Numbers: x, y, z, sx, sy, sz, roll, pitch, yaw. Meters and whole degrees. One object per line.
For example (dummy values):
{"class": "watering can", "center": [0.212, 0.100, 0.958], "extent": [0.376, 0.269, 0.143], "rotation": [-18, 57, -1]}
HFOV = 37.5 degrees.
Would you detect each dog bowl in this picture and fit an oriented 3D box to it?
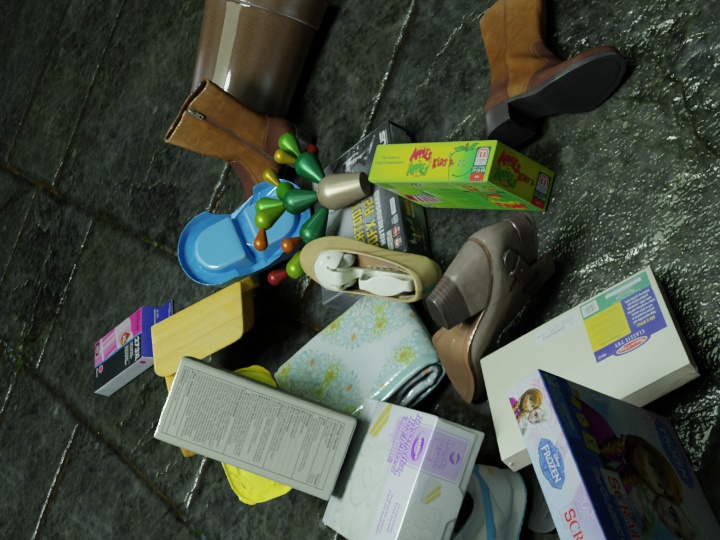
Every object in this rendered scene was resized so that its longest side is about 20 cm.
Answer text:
{"class": "dog bowl", "center": [-0.157, -0.046, 1.493], "extent": [0.199, 0.050, 0.112], "rotation": [-27, 68, 3]}

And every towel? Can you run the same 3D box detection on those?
{"class": "towel", "center": [-0.005, 0.120, 1.258], "extent": [0.200, 0.048, 0.172], "rotation": [-39, 40, 8]}

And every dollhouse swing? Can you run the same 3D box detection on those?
{"class": "dollhouse swing", "center": [-0.187, 0.127, 1.441], "extent": [0.181, 0.200, 0.177], "rotation": [-27, 90, -2]}

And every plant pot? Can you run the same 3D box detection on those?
{"class": "plant pot", "center": [-0.163, -0.338, 1.600], "extent": [0.200, 0.199, 0.200], "rotation": [23, 99, 52]}

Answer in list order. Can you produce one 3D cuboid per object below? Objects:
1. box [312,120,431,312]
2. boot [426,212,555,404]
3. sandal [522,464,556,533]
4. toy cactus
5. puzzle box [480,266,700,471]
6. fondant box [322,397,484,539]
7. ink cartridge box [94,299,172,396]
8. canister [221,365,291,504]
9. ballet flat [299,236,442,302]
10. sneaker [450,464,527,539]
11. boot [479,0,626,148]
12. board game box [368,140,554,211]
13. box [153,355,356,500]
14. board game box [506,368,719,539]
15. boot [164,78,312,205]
{"class": "box", "center": [0.010, -0.069, 1.372], "extent": [0.158, 0.048, 0.202], "rotation": [-32, 51, 38]}
{"class": "boot", "center": [0.145, 0.038, 1.123], "extent": [0.146, 0.201, 0.070], "rotation": [-37, 51, -16]}
{"class": "sandal", "center": [0.190, 0.158, 1.055], "extent": [0.075, 0.045, 0.202], "rotation": [-2, 72, 51]}
{"class": "toy cactus", "center": [-0.061, -0.086, 1.373], "extent": [0.164, 0.102, 0.202], "rotation": [-12, 61, 27]}
{"class": "puzzle box", "center": [0.212, 0.093, 1.013], "extent": [0.199, 0.025, 0.134], "rotation": [-31, 36, 21]}
{"class": "fondant box", "center": [0.038, 0.213, 1.078], "extent": [0.200, 0.058, 0.145], "rotation": [-3, 66, 69]}
{"class": "ink cartridge box", "center": [-0.378, 0.127, 1.765], "extent": [0.199, 0.037, 0.095], "rotation": [-32, 51, 35]}
{"class": "canister", "center": [-0.126, 0.194, 1.286], "extent": [0.200, 0.086, 0.150], "rotation": [122, 128, -84]}
{"class": "ballet flat", "center": [0.000, 0.000, 1.267], "extent": [0.198, 0.063, 0.069], "rotation": [6, 113, 30]}
{"class": "sneaker", "center": [0.108, 0.293, 1.049], "extent": [0.076, 0.080, 0.202], "rotation": [160, 119, -63]}
{"class": "boot", "center": [0.216, -0.259, 1.219], "extent": [0.188, 0.068, 0.202], "rotation": [-36, 41, 45]}
{"class": "board game box", "center": [0.112, -0.108, 1.223], "extent": [0.199, 0.101, 0.048], "rotation": [6, 79, 51]}
{"class": "box", "center": [-0.111, 0.168, 1.147], "extent": [0.078, 0.198, 0.096], "rotation": [109, -178, -85]}
{"class": "board game box", "center": [0.225, 0.194, 0.872], "extent": [0.041, 0.199, 0.201], "rotation": [-41, 46, 29]}
{"class": "boot", "center": [-0.187, -0.152, 1.512], "extent": [0.189, 0.199, 0.069], "rotation": [-55, 41, 18]}
